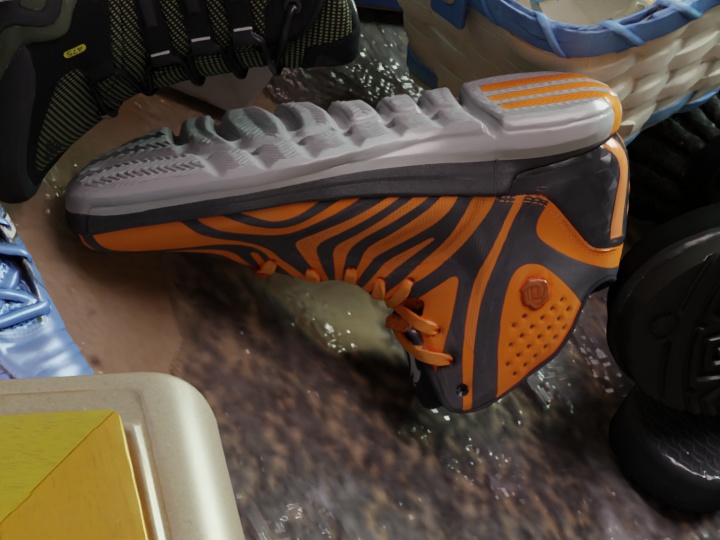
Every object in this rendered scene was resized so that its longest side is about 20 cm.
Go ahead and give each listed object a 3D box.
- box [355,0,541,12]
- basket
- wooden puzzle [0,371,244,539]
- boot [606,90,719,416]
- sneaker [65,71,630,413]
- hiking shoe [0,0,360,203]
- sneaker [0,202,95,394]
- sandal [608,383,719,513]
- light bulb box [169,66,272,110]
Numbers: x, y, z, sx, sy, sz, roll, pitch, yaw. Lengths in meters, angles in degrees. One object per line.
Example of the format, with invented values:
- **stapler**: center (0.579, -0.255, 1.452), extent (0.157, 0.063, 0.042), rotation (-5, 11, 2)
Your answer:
- **box**: center (0.067, -0.161, 1.125), extent (0.200, 0.119, 0.041), rotation (3, 40, -38)
- **basket**: center (0.090, -0.144, 1.005), extent (0.176, 0.200, 0.139), rotation (-28, 58, -31)
- **wooden puzzle**: center (-0.117, 0.095, 0.720), extent (0.200, 0.037, 0.185), rotation (1, 44, -19)
- **boot**: center (0.144, -0.021, 1.055), extent (0.211, 0.080, 0.158), rotation (-9, 34, -36)
- **sneaker**: center (0.000, 0.000, 0.940), extent (0.200, 0.112, 0.078), rotation (-7, 20, -6)
- **hiking shoe**: center (-0.052, -0.089, 0.888), extent (0.101, 0.200, 0.076), rotation (40, 11, 2)
- **sneaker**: center (-0.143, -0.013, 0.825), extent (0.200, 0.077, 0.076), rotation (46, 36, 6)
- **sandal**: center (0.171, 0.051, 1.078), extent (0.200, 0.043, 0.076), rotation (-15, 55, -37)
- **light bulb box**: center (-0.099, -0.197, 1.013), extent (0.198, 0.125, 0.200), rotation (23, 40, -21)
